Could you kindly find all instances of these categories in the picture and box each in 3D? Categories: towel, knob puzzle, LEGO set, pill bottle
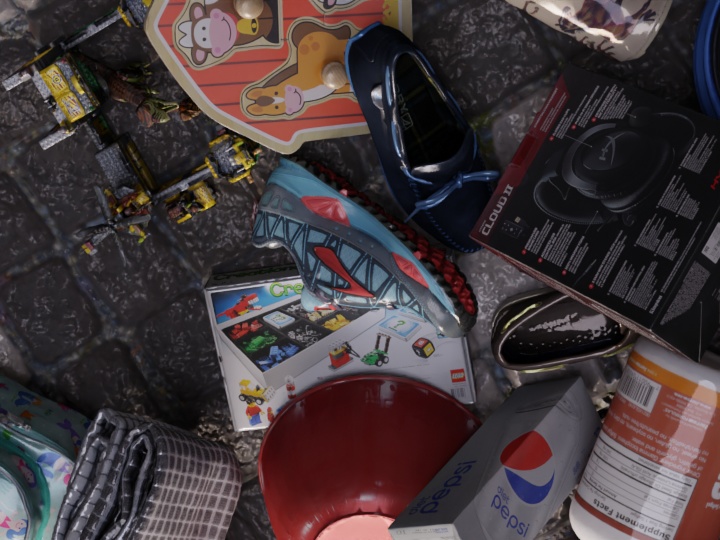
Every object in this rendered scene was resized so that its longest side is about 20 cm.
[{"bbox_3d":[-0.173,0.218,1.299,0.085,0.166,0.201,17,85,20],"label":"towel"},{"bbox_3d":[-0.056,-0.181,1.205,0.218,0.030,0.221,-4,106,-16],"label":"knob puzzle"},{"bbox_3d":[-0.169,-0.114,1.239,0.153,0.116,0.201,-18,107,13],"label":"LEGO set"},{"bbox_3d":[0.224,0.158,1.250,0.112,0.112,0.201,20,99,-1],"label":"pill bottle"}]

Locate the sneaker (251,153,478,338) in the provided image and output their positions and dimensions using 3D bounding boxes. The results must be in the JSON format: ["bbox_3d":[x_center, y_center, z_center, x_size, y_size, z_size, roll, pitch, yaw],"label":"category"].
[{"bbox_3d":[0.000,0.000,1.258,0.200,0.079,0.096,38,101,23],"label":"sneaker"}]

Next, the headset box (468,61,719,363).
[{"bbox_3d":[0.183,-0.047,1.176,0.077,0.200,0.149,31,88,-45],"label":"headset box"}]

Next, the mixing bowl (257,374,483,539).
[{"bbox_3d":[0.012,0.195,1.314,0.199,0.109,0.201,2,123,4],"label":"mixing bowl"}]

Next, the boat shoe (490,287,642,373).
[{"bbox_3d":[0.194,0.029,1.279,0.199,0.060,0.072,-17,106,12],"label":"boat shoe"}]

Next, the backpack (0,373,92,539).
[{"bbox_3d":[-0.300,0.181,1.351,0.199,0.151,0.178,23,109,-7],"label":"backpack"}]

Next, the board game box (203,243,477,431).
[{"bbox_3d":[-0.014,0.054,1.325,0.199,0.035,0.127,-7,109,9],"label":"board game box"}]

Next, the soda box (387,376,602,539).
[{"bbox_3d":[0.108,0.160,1.259,0.068,0.200,0.064,-13,110,44],"label":"soda box"}]

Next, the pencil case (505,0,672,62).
[{"bbox_3d":[0.127,-0.227,1.188,0.199,0.090,0.078,28,139,-3],"label":"pencil case"}]

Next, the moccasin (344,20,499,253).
[{"bbox_3d":[0.048,-0.086,1.225,0.080,0.068,0.200,-41,121,-9],"label":"moccasin"}]

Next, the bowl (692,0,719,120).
[{"bbox_3d":[0.335,-0.151,1.176,0.199,0.039,0.202,0,91,10],"label":"bowl"}]
